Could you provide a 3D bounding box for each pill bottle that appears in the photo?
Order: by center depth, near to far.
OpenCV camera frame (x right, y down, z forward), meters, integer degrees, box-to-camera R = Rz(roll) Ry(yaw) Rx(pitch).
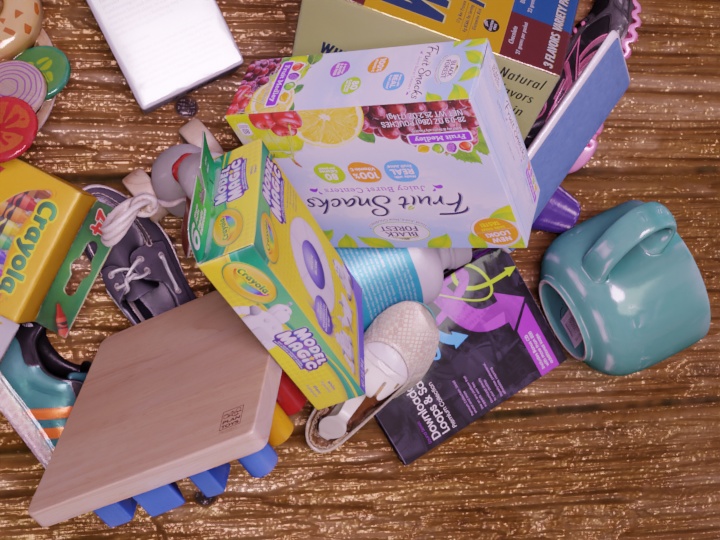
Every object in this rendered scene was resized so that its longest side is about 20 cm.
[{"bbox_3d":[0.000,0.000,0.874,0.200,0.111,0.111,-23,100,-8],"label":"pill bottle"}]

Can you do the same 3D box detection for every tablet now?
[{"bbox_3d":[0.174,-0.108,0.840,0.014,0.130,0.200,36,95,22],"label":"tablet"}]

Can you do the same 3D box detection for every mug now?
[{"bbox_3d":[0.238,0.011,0.901,0.114,0.152,0.185,-26,117,-6],"label":"mug"}]

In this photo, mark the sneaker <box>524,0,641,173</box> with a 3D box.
[{"bbox_3d":[0.206,-0.201,0.923,0.095,0.079,0.201,19,90,-2],"label":"sneaker"}]

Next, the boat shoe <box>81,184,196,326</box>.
[{"bbox_3d":[-0.194,0.009,0.856,0.073,0.063,0.200,-33,101,-6],"label":"boat shoe"}]

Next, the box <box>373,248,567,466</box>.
[{"bbox_3d":[0.089,0.082,0.941,0.200,0.036,0.143,-33,101,-6],"label":"box"}]

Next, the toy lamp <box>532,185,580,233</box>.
[{"bbox_3d":[0.122,-0.089,0.920,0.200,0.058,0.058,21,91,-12],"label":"toy lamp"}]

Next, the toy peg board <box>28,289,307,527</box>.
[{"bbox_3d":[-0.127,0.118,0.753,0.200,0.199,0.098,-23,121,19],"label":"toy peg board"}]

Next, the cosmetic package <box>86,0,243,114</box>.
[{"bbox_3d":[-0.192,-0.250,0.826,0.101,0.071,0.200,-26,101,-8],"label":"cosmetic package"}]

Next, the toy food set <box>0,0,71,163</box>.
[{"bbox_3d":[-0.345,-0.163,0.775,0.200,0.049,0.198,-19,72,-19],"label":"toy food set"}]

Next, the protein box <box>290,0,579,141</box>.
[{"bbox_3d":[0.051,-0.177,0.784,0.198,0.200,0.135,19,60,-1],"label":"protein box"}]

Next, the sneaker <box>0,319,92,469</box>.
[{"bbox_3d":[-0.258,0.133,0.852,0.080,0.071,0.200,-37,101,-2],"label":"sneaker"}]

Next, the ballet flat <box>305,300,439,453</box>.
[{"bbox_3d":[0.008,0.106,0.856,0.067,0.062,0.200,35,131,2],"label":"ballet flat"}]

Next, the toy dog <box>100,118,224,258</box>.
[{"bbox_3d":[-0.135,-0.061,0.804,0.132,0.200,0.096,-35,112,10],"label":"toy dog"}]

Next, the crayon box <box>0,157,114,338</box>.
[{"bbox_3d":[-0.318,-0.040,0.807,0.200,0.051,0.127,26,89,0],"label":"crayon box"}]

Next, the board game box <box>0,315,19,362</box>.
[{"bbox_3d":[-0.395,0.099,0.781,0.147,0.064,0.200,30,117,-14],"label":"board game box"}]

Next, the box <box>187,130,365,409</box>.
[{"bbox_3d":[-0.058,-0.003,0.687,0.048,0.118,0.200,-21,132,18],"label":"box"}]

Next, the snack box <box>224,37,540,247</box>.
[{"bbox_3d":[0.023,-0.090,0.737,0.169,0.199,0.068,59,42,-48],"label":"snack box"}]
